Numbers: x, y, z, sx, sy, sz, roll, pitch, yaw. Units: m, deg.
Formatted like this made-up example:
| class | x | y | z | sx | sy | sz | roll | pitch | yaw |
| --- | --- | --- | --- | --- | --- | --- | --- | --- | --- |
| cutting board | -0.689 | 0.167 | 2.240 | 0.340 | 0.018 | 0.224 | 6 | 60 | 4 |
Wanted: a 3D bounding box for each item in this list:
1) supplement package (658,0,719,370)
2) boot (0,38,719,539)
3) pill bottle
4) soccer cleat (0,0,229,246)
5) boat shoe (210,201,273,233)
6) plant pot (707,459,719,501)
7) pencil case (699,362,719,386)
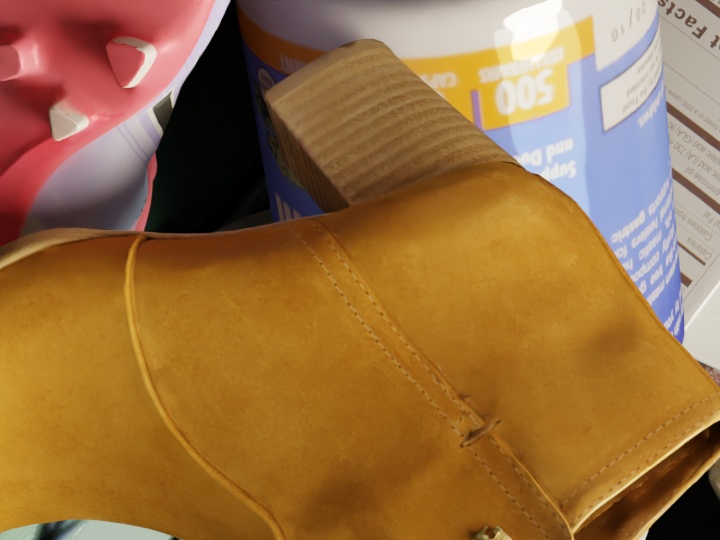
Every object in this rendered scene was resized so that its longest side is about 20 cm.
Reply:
| class | x | y | z | sx | sy | sz | roll | pitch | yaw |
| --- | --- | --- | --- | --- | --- | --- | --- | --- | --- |
| supplement package | 0.141 | -0.076 | 0.951 | 0.200 | 0.109 | 0.114 | -53 | 158 | 7 |
| boot | -0.026 | 0.049 | 0.627 | 0.201 | 0.144 | 0.071 | -37 | 153 | -4 |
| pill bottle | 0.032 | -0.007 | 0.763 | 0.112 | 0.112 | 0.200 | -33 | 128 | -35 |
| soccer cleat | -0.071 | -0.041 | 0.672 | 0.076 | 0.067 | 0.200 | -36 | 158 | -56 |
| boat shoe | 0.000 | 0.000 | 0.859 | 0.200 | 0.076 | 0.060 | -25 | -170 | -20 |
| plant pot | 0.271 | 0.064 | 1.345 | 0.183 | 0.200 | 0.201 | -8 | 134 | -44 |
| pencil case | 0.195 | -0.013 | 1.025 | 0.078 | 0.089 | 0.200 | 39 | 102 | -26 |
